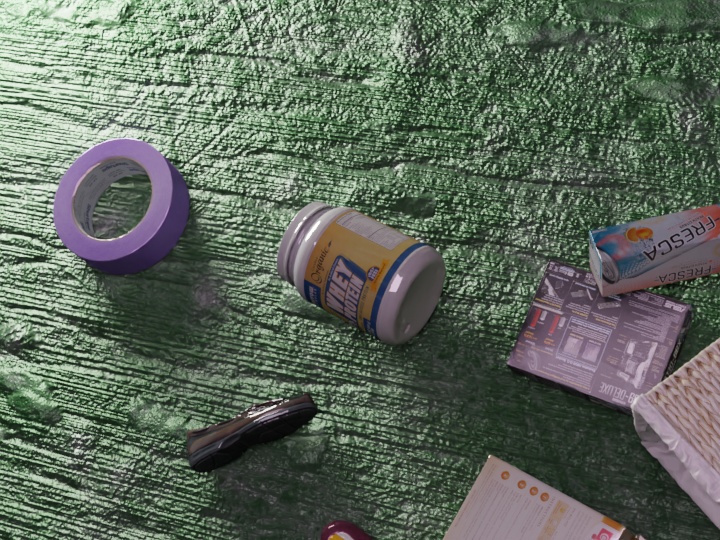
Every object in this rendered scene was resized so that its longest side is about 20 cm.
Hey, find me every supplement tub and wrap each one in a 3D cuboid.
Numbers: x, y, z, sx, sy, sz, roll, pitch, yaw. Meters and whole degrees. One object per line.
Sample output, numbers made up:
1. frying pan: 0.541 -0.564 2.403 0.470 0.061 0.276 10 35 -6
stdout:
1. supplement tub: 0.000 0.000 1.781 0.200 0.145 0.145 27 81 25

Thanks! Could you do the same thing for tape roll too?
1. tape roll: -0.364 -0.098 1.981 0.200 0.066 0.201 -6 68 16

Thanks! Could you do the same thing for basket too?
1. basket: 0.446 0.205 1.534 0.161 0.198 0.200 -38 64 0

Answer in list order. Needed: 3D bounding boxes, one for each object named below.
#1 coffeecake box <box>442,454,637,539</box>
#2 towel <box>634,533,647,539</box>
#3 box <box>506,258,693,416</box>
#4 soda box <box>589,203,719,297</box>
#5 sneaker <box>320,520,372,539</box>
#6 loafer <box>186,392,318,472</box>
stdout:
1. coffeecake box: 0.215 0.346 1.613 0.200 0.073 0.154 26 80 32
2. towel: 0.361 0.449 1.569 0.192 0.035 0.200 34 86 28
3. box: 0.313 0.090 1.699 0.200 0.050 0.158 19 78 23
4. soda box: 0.398 -0.028 1.672 0.199 0.068 0.064 -12 44 0
5. sneaker: 0.003 0.403 1.665 0.075 0.090 0.200 -35 65 3
6. loafer: -0.156 0.210 1.801 0.200 0.072 0.063 -27 59 9
